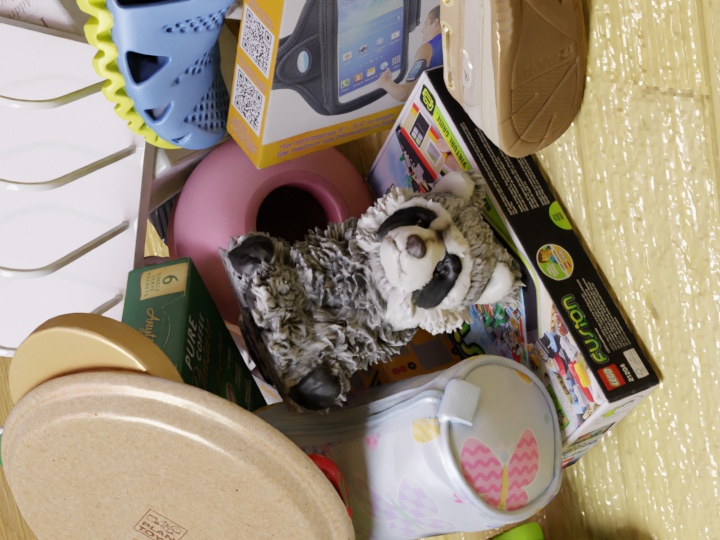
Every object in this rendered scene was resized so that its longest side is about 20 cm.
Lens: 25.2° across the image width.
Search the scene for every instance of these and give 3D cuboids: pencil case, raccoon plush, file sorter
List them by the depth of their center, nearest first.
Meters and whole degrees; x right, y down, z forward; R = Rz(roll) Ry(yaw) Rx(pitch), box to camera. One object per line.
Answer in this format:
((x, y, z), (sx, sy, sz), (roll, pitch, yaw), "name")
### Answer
((0.014, 0.097, 0.851), (0.200, 0.083, 0.091), (-16, 120, 49), "pencil case")
((0.000, 0.000, 0.854), (0.200, 0.134, 0.097), (-151, 38, -76), "raccoon plush")
((-0.209, -0.029, 0.907), (0.138, 0.125, 0.200), (15, 111, 17), "file sorter")

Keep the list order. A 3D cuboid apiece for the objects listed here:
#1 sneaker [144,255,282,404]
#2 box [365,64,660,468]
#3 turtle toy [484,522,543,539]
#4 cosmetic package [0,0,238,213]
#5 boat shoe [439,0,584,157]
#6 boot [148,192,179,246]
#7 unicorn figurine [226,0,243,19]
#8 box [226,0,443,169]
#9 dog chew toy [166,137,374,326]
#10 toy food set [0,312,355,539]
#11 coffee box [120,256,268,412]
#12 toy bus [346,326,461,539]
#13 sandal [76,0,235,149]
((-0.096, 0.059, 1.118), (0.092, 0.076, 0.200), (29, 171, 39), "sneaker")
((0.075, 0.001, 0.852), (0.200, 0.035, 0.110), (63, 152, 19), "box")
((0.066, 0.198, 0.854), (0.200, 0.146, 0.101), (-36, 67, 21), "turtle toy")
((-0.193, -0.124, 1.033), (0.167, 0.166, 0.200), (-34, 92, 28), "cosmetic package")
((0.064, -0.150, 0.740), (0.069, 0.074, 0.200), (37, 138, 41), "boat shoe")
((-0.159, -0.123, 1.197), (0.132, 0.070, 0.200), (45, 138, 52), "boot")
((-0.094, -0.183, 0.948), (0.200, 0.137, 0.074), (27, 124, 52), "unicorn figurine")
((0.002, -0.148, 0.809), (0.042, 0.119, 0.200), (53, 148, 30), "box")
((-0.067, -0.022, 1.027), (0.200, 0.124, 0.125), (174, 80, -72), "dog chew toy")
((-0.097, 0.116, 0.831), (0.200, 0.049, 0.198), (21, 136, 2), "toy food set")
((-0.088, 0.103, 0.950), (0.123, 0.044, 0.200), (-90, -17, -45), "coffee box")
((0.018, 0.108, 0.991), (0.078, 0.065, 0.200), (58, 150, 26), "toy bus")
((-0.095, -0.141, 0.805), (0.200, 0.087, 0.080), (73, -161, -46), "sandal")
